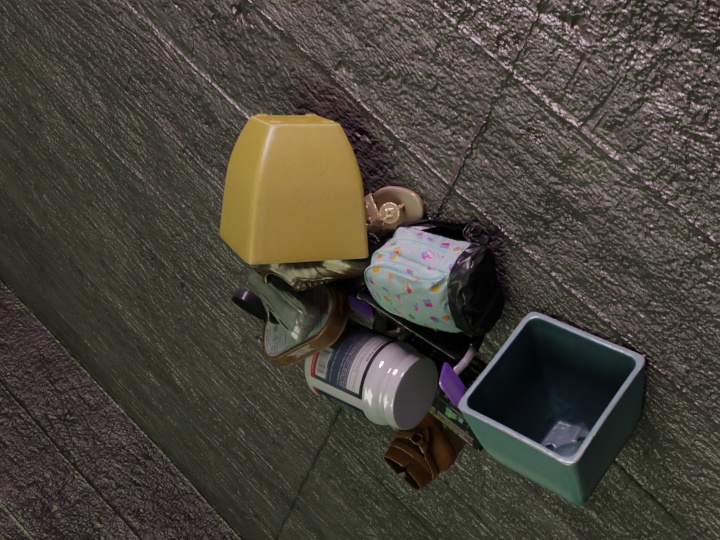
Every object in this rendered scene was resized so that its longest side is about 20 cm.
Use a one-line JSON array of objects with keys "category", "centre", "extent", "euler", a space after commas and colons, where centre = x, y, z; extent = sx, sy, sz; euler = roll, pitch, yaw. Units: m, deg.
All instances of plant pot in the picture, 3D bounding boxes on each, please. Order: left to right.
[{"category": "plant pot", "centre": [-0.104, -0.134, 1.484], "extent": [0.195, 0.191, 0.203], "euler": [-143, 53, -63]}, {"category": "plant pot", "centre": [0.290, 0.221, 1.392], "extent": [0.194, 0.197, 0.201], "euler": [23, 150, 39]}]

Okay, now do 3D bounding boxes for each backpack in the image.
[{"category": "backpack", "centre": [0.106, 0.009, 1.450], "extent": [0.198, 0.126, 0.169], "euler": [20, 138, 36]}]

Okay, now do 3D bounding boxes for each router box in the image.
[{"category": "router box", "centre": [0.156, 0.199, 1.666], "extent": [0.199, 0.062, 0.151], "euler": [37, 147, 22]}]

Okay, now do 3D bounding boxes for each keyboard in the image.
[{"category": "keyboard", "centre": [0.103, 0.070, 1.535], "extent": [0.199, 0.127, 0.021], "euler": [33, 118, 18]}]

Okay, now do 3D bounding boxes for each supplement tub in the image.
[{"category": "supplement tub", "centre": [0.017, 0.173, 1.618], "extent": [0.198, 0.140, 0.142], "euler": [20, 139, 37]}]

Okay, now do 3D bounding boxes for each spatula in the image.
[{"category": "spatula", "centre": [0.006, 0.023, 1.712], "extent": [0.056, 0.021, 0.201], "euler": [27, 143, 14]}, {"category": "spatula", "centre": [0.160, 0.128, 1.439], "extent": [0.020, 0.201, 0.057], "euler": [-24, 111, 39]}]

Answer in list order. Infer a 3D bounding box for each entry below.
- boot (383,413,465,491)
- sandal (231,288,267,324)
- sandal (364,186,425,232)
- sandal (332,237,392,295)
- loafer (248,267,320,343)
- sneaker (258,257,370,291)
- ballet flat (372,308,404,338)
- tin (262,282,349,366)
[{"category": "boot", "centre": [0.088, 0.295, 1.774], "extent": [0.200, 0.155, 0.077], "euler": [43, 151, 11]}, {"category": "sandal", "centre": [-0.151, 0.103, 1.775], "extent": [0.198, 0.043, 0.076], "euler": [29, 159, -6]}, {"category": "sandal", "centre": [0.011, -0.083, 1.537], "extent": [0.210, 0.069, 0.078], "euler": [6, 129, 51]}, {"category": "sandal", "centre": [0.000, 0.001, 1.621], "extent": [0.198, 0.043, 0.077], "euler": [-14, 79, 36]}, {"category": "loafer", "centre": [-0.137, 0.054, 1.605], "extent": [0.069, 0.071, 0.200], "euler": [18, -169, -36]}, {"category": "sneaker", "centre": [-0.073, -0.003, 1.537], "extent": [0.197, 0.070, 0.077], "euler": [11, 108, 27]}, {"category": "ballet flat", "centre": [0.054, 0.080, 1.673], "extent": [0.062, 0.068, 0.202], "euler": [22, 143, 19]}, {"category": "tin", "centre": [-0.096, 0.090, 1.625], "extent": [0.042, 0.114, 0.199], "euler": [20, 143, -39]}]
